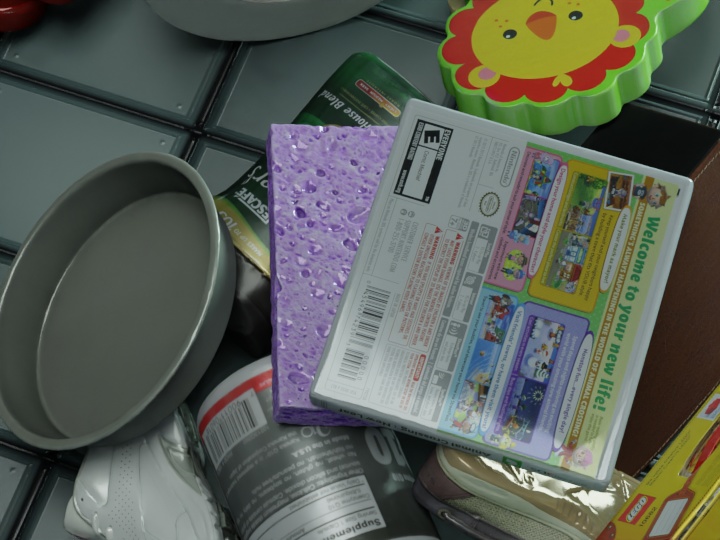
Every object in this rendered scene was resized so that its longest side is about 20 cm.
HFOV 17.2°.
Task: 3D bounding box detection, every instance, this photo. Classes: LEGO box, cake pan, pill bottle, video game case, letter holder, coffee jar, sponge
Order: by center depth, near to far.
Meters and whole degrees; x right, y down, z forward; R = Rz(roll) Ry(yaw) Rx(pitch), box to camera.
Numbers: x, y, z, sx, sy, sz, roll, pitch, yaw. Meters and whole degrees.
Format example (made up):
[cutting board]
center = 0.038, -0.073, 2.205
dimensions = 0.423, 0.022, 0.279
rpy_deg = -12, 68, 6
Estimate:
[LEGO box]
center = 0.255, 0.142, 1.404
dimensions = 0.149, 0.077, 0.200
rpy_deg = 46, 75, -19
[video game case]
center = 0.085, 0.012, 1.409
dimensions = 0.181, 0.022, 0.201
rpy_deg = 16, 70, 6
[pill bottle]
center = -0.015, 0.156, 1.451
dimensions = 0.113, 0.114, 0.201
rpy_deg = -23, 66, -4
[sponge]
center = 0.000, 0.000, 1.459
dimensions = 0.111, 0.030, 0.201
rpy_deg = 2, 61, -8
[cake pan]
center = -0.153, 0.023, 1.496
dimensions = 0.199, 0.037, 0.201
rpy_deg = -22, 53, 33
[letter holder]
center = 0.165, 0.019, 1.509
dimensions = 0.200, 0.142, 0.100
rpy_deg = -48, 38, -15
[coffee jar]
center = -0.033, -0.042, 1.556
dimensions = 0.104, 0.085, 0.200
rpy_deg = 40, 77, 21

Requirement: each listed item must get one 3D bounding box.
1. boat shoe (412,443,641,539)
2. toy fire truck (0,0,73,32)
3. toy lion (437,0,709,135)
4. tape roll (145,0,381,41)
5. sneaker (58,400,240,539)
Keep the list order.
[boat shoe]
center = 0.122, 0.154, 1.440
dimensions = 0.199, 0.065, 0.072
rpy_deg = 28, 41, -18
[toy fire truck]
center = -0.246, -0.273, 1.681
dimensions = 0.199, 0.112, 0.168
rpy_deg = 33, 55, 18
[toy lion]
center = 0.142, -0.171, 1.570
dimensions = 0.199, 0.069, 0.192
rpy_deg = -20, 45, -3
[tape roll]
center = -0.062, -0.265, 1.595
dimensions = 0.201, 0.203, 0.140
rpy_deg = -13, 65, 1
[sneaker]
center = -0.132, 0.159, 1.493
dimensions = 0.099, 0.078, 0.201
rpy_deg = -26, 57, 2
